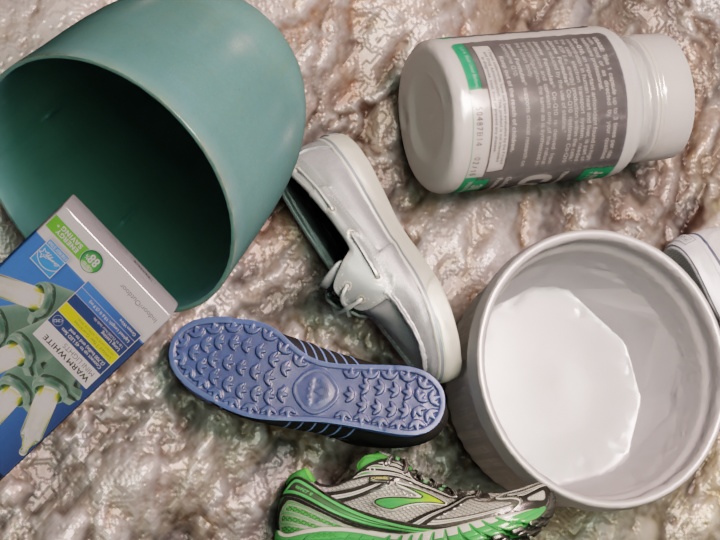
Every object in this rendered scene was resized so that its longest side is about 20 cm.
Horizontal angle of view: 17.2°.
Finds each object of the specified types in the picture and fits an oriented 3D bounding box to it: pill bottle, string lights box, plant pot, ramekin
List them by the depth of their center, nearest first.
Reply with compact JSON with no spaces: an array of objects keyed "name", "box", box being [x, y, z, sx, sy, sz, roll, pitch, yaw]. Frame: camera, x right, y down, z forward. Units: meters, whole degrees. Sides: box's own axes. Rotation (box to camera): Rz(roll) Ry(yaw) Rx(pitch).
[{"name":"string lights box","box":[-0.227,0.058,1.564,0.200,0.059,0.103,-44,96,6]},{"name":"plant pot","box":[-0.129,-0.099,1.610,0.201,0.200,0.161,46,48,-6]},{"name":"ramekin","box":[0.155,0.077,1.725,0.199,0.105,0.202,4,77,-21]},{"name":"pill bottle","box":[0.138,-0.121,1.756,0.199,0.113,0.114,-7,81,-21]}]

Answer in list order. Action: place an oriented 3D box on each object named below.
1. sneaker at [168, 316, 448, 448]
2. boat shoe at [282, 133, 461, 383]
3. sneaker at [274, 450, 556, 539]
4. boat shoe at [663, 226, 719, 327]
[{"name":"sneaker","box":[-0.037,0.086,1.676,0.199,0.078,0.071,15,75,5]},{"name":"boat shoe","box":[0.000,-0.001,1.698,0.071,0.070,0.202,-23,76,-24]},{"name":"sneaker","box":[0.036,0.163,1.645,0.199,0.078,0.086,-5,75,8]},{"name":"boat shoe","box":[0.302,0.057,1.801,0.066,0.074,0.201,-23,87,-21]}]
